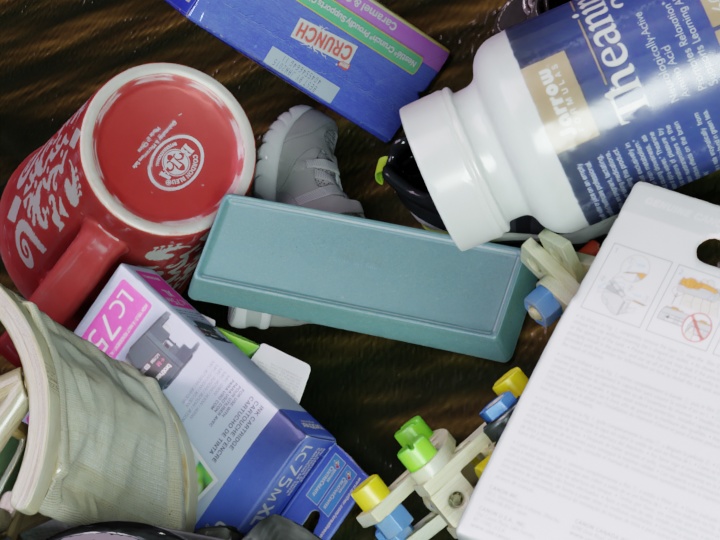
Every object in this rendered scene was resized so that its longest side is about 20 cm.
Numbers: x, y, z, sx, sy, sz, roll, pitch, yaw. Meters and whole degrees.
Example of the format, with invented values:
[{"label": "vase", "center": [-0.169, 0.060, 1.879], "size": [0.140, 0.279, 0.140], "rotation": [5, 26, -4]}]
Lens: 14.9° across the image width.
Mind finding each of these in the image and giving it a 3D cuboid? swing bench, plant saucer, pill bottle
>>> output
[{"label": "swing bench", "center": [-0.194, 0.129, 1.465], "size": [0.200, 0.199, 0.130], "rotation": [-41, 65, 5]}, {"label": "plant saucer", "center": [0.000, 0.000, 1.557], "size": [0.200, 0.019, 0.070], "rotation": [11, 67, 20]}, {"label": "pill bottle", "center": [0.126, -0.087, 1.422], "size": [0.200, 0.111, 0.111], "rotation": [-24, 39, 6]}]

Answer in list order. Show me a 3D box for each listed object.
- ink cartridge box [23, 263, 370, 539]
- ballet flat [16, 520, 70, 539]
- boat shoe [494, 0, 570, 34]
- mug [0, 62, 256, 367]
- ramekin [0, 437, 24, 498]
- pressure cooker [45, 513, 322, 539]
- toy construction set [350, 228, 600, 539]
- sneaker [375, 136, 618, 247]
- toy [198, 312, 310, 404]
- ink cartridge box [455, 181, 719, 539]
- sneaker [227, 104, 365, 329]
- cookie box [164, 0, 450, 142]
[{"label": "ink cartridge box", "center": [-0.098, 0.101, 1.573], "size": [0.200, 0.042, 0.119], "rotation": [41, 102, 25]}, {"label": "ballet flat", "center": [-0.138, 0.202, 1.568], "size": [0.071, 0.069, 0.200], "rotation": [-32, 63, 6]}, {"label": "boat shoe", "center": [0.138, -0.161, 1.578], "size": [0.200, 0.057, 0.067], "rotation": [-3, 59, 51]}, {"label": "mug", "center": [-0.142, -0.027, 1.696], "size": [0.200, 0.133, 0.178], "rotation": [142, 136, -67]}, {"label": "ramekin", "center": [-0.328, 0.140, 1.870], "size": [0.200, 0.098, 0.200], "rotation": [-32, 40, 31]}, {"label": "pressure cooker", "center": [-0.090, 0.218, 1.417], "size": [0.176, 0.200, 0.179], "rotation": [-23, 71, 18]}, {"label": "toy construction set", "center": [0.085, 0.071, 1.424], "size": [0.200, 0.092, 0.131], "rotation": [-55, 7, -13]}, {"label": "sneaker", "center": [0.085, -0.056, 1.530], "size": [0.200, 0.083, 0.072], "rotation": [-14, 51, 46]}, {"label": "toy", "center": [-0.099, 0.131, 1.620], "size": [0.115, 0.047, 0.200], "rotation": [24, 95, 35]}, {"label": "ink cartridge box", "center": [0.159, 0.072, 1.306], "size": [0.160, 0.047, 0.200], "rotation": [20, 74, 31]}, {"label": "sneaker", "center": [-0.029, -0.026, 1.677], "size": [0.200, 0.082, 0.075], "rotation": [-79, -2, -51]}, {"label": "cookie box", "center": [-0.063, -0.176, 1.747], "size": [0.075, 0.171, 0.200], "rotation": [-56, 33, 4]}]
